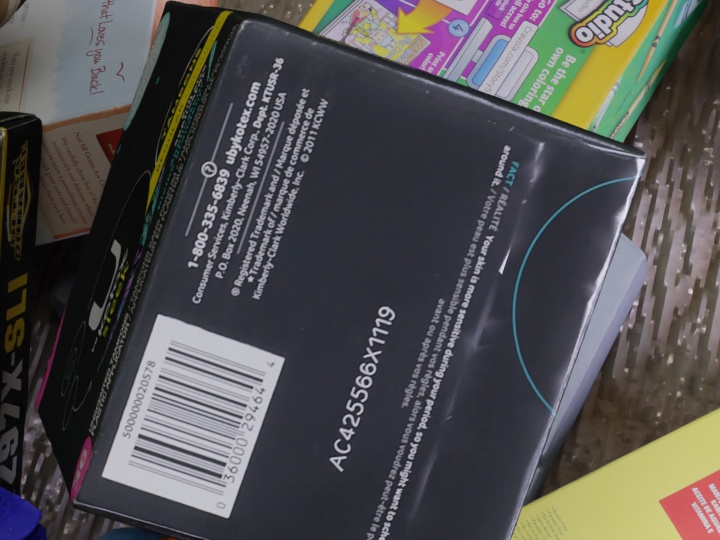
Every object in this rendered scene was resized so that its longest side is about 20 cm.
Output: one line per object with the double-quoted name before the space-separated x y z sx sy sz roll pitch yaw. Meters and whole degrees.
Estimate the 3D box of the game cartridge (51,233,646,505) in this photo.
"game cartridge" 0.000 0.000 1.112 0.199 0.041 0.133 23 67 13

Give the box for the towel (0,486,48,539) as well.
"towel" -0.204 0.058 0.917 0.199 0.148 0.050 29 107 9

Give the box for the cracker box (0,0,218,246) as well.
"cracker box" -0.156 -0.063 1.085 0.199 0.058 0.134 -13 40 15

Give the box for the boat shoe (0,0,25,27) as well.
"boat shoe" -0.171 -0.120 1.053 0.072 0.072 0.200 -35 22 -34

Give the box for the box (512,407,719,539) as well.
"box" 0.110 0.095 1.034 0.199 0.075 0.050 -24 63 -14

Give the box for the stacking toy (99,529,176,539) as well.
"stacking toy" -0.053 0.123 0.935 0.109 0.200 0.117 6 72 5

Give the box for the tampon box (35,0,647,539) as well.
"tampon box" -0.017 0.006 0.915 0.126 0.200 0.151 19 92 -12

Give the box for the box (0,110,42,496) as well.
"box" -0.196 0.037 1.014 0.159 0.049 0.201 7 99 9

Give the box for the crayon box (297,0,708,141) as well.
"crayon box" 0.038 -0.069 1.098 0.118 0.058 0.200 27 64 15
